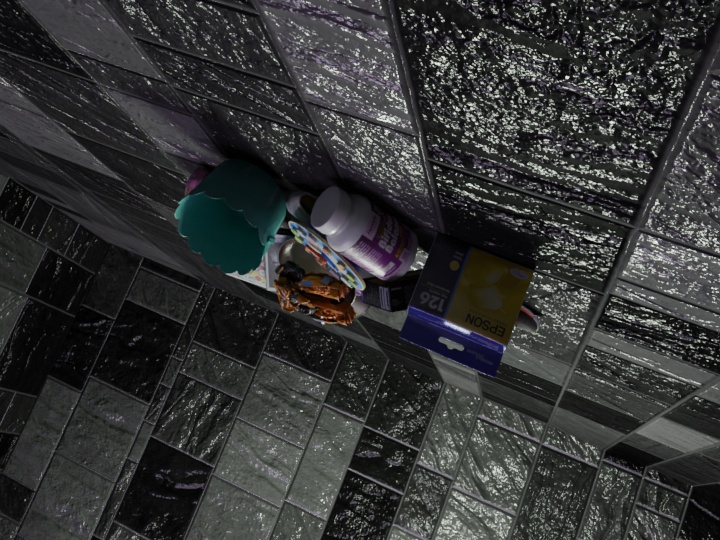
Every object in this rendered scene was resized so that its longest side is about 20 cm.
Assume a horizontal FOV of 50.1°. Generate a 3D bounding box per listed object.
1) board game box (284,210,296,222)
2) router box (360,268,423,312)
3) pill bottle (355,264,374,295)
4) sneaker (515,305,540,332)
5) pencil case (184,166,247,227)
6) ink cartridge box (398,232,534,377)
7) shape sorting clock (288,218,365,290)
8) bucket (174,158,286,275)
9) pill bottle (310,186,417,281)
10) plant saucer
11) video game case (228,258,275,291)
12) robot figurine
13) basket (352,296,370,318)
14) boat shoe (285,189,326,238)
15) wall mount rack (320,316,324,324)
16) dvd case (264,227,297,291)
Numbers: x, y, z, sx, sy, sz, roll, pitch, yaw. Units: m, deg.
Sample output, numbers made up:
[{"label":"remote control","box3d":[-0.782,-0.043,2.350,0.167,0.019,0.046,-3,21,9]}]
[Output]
[{"label":"board game box","box3d":[-0.090,-0.100,1.711,0.196,0.031,0.095,14,164,33]},{"label":"router box","box3d":[0.116,0.034,1.529,0.195,0.054,0.157,-9,-173,-21]},{"label":"pill bottle","box3d":[0.000,0.000,1.748,0.111,0.115,0.199,28,168,-24]},{"label":"sneaker","box3d":[0.297,0.100,1.665,0.197,0.084,0.077,28,168,-15]},{"label":"pencil case","box3d":[-0.287,-0.157,1.687,0.196,0.088,0.083,22,153,15]},{"label":"ink cartridge box","box3d":[0.191,0.061,1.404,0.193,0.204,0.047,21,169,11]},{"label":"shape sorting clock","box3d":[-0.068,-0.028,1.522,0.199,0.039,0.200,41,174,5]},{"label":"bucket","box3d":[-0.252,-0.109,1.544,0.202,0.136,0.211,17,137,16]},{"label":"pill bottle","box3d":[0.006,-0.070,1.423,0.198,0.115,0.111,31,166,-34]},{"label":"plant saucer","box3d":[-0.090,0.001,1.678,0.196,0.032,0.203,20,139,18]},{"label":"video game case","box3d":[-0.196,-0.018,1.791,0.196,0.023,0.183,20,137,-17]},{"label":"robot figurine","box3d":[-0.108,0.053,1.673,0.195,0.059,0.148,9,132,30]},{"label":"basket","box3d":[-0.072,0.012,1.917,0.198,0.139,0.179,32,167,-21]},{"label":"boat shoe","box3d":[-0.060,-0.098,1.557,0.199,0.072,0.069,38,166,-26]},{"label":"wall mount rack","box3d":[-0.139,0.040,2.009,0.074,0.203,0.172,-36,130,27]},{"label":"dvd case","box3d":[-0.145,-0.018,1.750,0.146,0.025,0.203,5,140,0]}]
